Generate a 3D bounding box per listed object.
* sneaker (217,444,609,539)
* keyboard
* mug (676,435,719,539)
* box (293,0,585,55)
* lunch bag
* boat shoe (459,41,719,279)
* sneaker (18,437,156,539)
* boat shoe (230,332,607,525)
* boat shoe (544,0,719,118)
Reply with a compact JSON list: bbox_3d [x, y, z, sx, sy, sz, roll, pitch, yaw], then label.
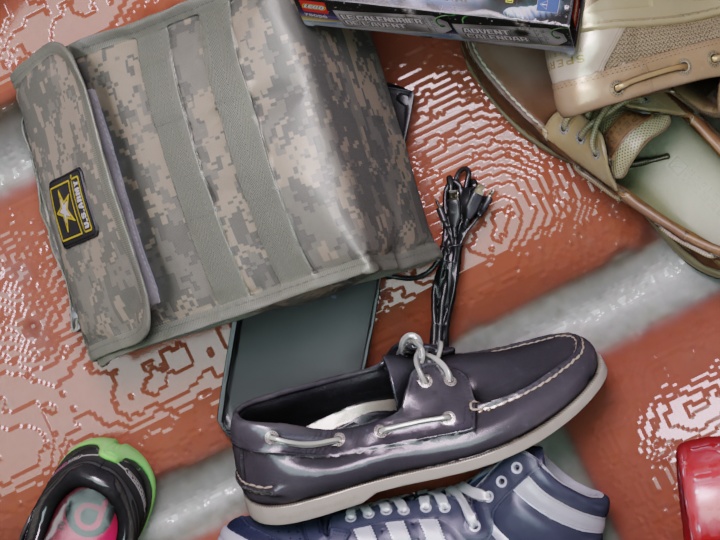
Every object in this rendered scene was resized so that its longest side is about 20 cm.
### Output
[{"bbox_3d":[0.032,0.129,1.430,0.200,0.070,0.109,15,96,-1],"label":"sneaker"},{"bbox_3d":[0.000,0.000,1.459,0.127,0.021,0.201,11,92,11],"label":"keyboard"},{"bbox_3d":[0.188,0.180,1.351,0.133,0.200,0.178,22,92,6],"label":"mug"},{"bbox_3d":[0.052,-0.210,1.336,0.137,0.040,0.200,7,74,13],"label":"box"},{"bbox_3d":[-0.085,-0.051,1.413,0.200,0.118,0.164,-18,87,25],"label":"lunch bag"},{"bbox_3d":[0.140,-0.073,1.417,0.200,0.074,0.076,38,93,4],"label":"boat shoe"},{"bbox_3d":[-0.165,0.184,1.443,0.077,0.084,0.200,14,92,6],"label":"sneaker"},{"bbox_3d":[0.028,0.067,1.407,0.200,0.073,0.063,-20,114,-4],"label":"boat shoe"},{"bbox_3d":[0.178,-0.107,1.384,0.200,0.071,0.065,-5,84,-26],"label":"boat shoe"}]
